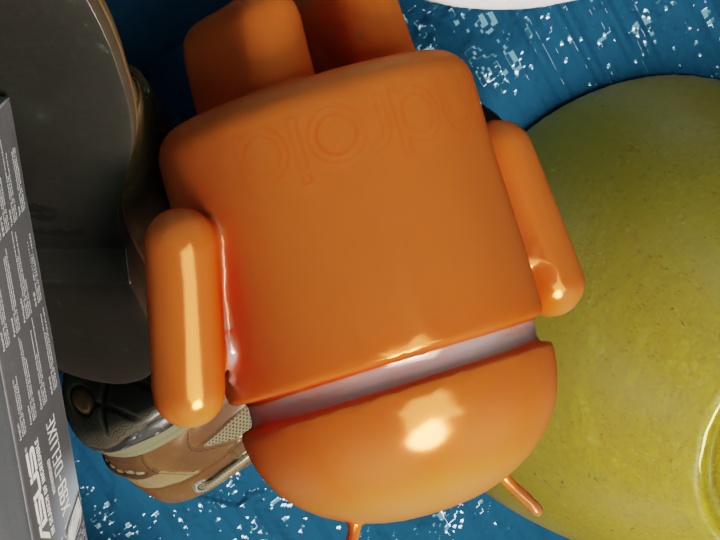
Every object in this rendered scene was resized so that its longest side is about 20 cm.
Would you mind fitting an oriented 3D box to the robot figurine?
[{"bbox_3d":[-0.002,0.001,0.995,0.117,0.144,0.200,-18,89,23],"label":"robot figurine"}]

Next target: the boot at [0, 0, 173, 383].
[{"bbox_3d":[-0.101,-0.052,1.003,0.074,0.076,0.200,7,141,13],"label":"boot"}]

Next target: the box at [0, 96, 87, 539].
[{"bbox_3d":[-0.184,0.040,0.991,0.158,0.050,0.200,1,117,15],"label":"box"}]

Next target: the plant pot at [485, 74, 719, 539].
[{"bbox_3d":[0.142,0.040,1.143,0.200,0.142,0.200,-11,116,-22],"label":"plant pot"}]

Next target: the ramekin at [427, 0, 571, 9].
[{"bbox_3d":[0.057,-0.197,0.992,0.200,0.098,0.201,-11,137,-10],"label":"ramekin"}]

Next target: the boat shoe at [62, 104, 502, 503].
[{"bbox_3d":[-0.020,0.013,1.100,0.200,0.076,0.074,-35,133,-5],"label":"boat shoe"}]
